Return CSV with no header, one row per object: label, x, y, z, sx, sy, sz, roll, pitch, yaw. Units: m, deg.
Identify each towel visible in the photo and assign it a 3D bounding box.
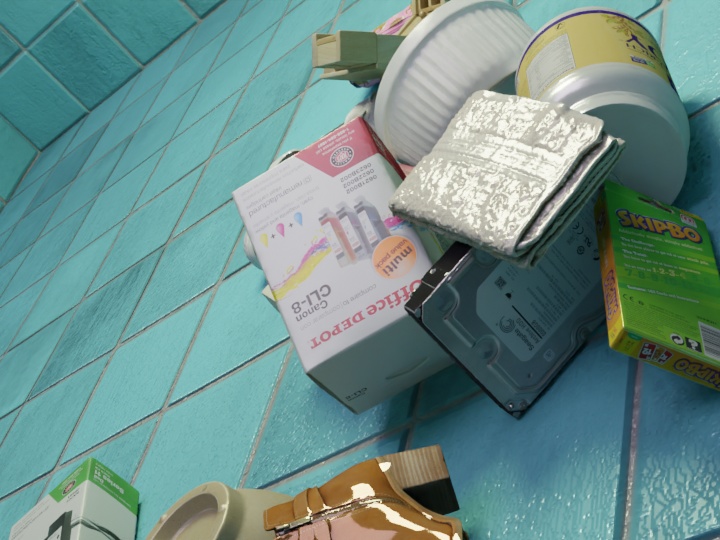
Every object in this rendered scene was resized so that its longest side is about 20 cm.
towel,0.109,-0.077,0.998,0.133,0.034,0.199,-50,32,-10

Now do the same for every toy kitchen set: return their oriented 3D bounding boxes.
toy kitchen set,0.020,-0.352,1.694,0.163,0.198,0.183,3,95,61

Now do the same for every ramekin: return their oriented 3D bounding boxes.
ramekin,0.122,-0.172,1.300,0.200,0.200,0.105,-46,55,0

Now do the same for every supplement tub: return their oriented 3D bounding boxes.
supplement tub,0.216,-0.138,1.135,0.145,0.145,0.201,-36,25,22

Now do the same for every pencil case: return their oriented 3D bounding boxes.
pencil case,0.054,-0.336,1.839,0.199,0.083,0.087,-20,32,45

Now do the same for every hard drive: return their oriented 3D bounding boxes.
hard drive,0.146,0.002,1.032,0.200,0.140,0.038,-47,23,-5

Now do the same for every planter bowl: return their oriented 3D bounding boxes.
planter bowl,-0.107,0.261,1.047,0.199,0.135,0.201,-37,24,19

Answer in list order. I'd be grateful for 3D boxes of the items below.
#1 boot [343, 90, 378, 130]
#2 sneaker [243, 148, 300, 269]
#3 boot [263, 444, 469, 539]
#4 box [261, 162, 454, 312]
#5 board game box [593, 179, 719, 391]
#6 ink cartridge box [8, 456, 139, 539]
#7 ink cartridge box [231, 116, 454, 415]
boot,0.021,-0.191,1.660,0.095,0.073,0.201,-42,21,28
sneaker,-0.081,-0.094,1.687,0.113,0.075,0.202,-23,37,42
boot,0.005,0.214,0.918,0.153,0.077,0.201,-19,37,2
box,0.012,-0.005,1.319,0.200,0.109,0.128,-49,23,-8
board game box,0.226,0.005,0.944,0.201,0.094,0.030,-80,14,-52
ink cartridge box,-0.325,0.326,1.389,0.146,0.083,0.201,-41,24,13
ink cartridge box,0.000,0.000,1.148,0.144,0.145,0.202,-29,63,8
